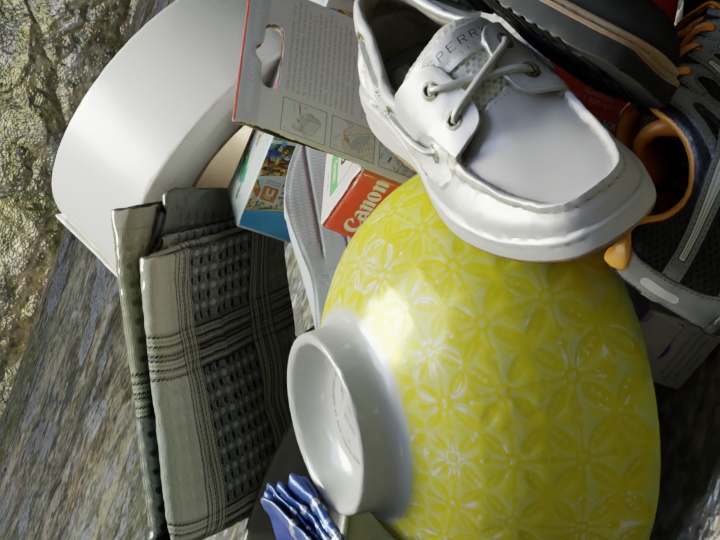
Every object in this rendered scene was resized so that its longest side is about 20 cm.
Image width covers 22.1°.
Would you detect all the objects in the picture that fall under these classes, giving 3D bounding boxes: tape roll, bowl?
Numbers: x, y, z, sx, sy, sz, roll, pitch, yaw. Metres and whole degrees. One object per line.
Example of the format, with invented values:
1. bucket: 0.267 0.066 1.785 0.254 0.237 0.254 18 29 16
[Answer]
1. tape roll: -0.097 -0.085 1.155 0.202 0.071 0.203 -44 -16 -16
2. bowl: 0.032 0.054 0.800 0.200 0.107 0.202 45 142 52

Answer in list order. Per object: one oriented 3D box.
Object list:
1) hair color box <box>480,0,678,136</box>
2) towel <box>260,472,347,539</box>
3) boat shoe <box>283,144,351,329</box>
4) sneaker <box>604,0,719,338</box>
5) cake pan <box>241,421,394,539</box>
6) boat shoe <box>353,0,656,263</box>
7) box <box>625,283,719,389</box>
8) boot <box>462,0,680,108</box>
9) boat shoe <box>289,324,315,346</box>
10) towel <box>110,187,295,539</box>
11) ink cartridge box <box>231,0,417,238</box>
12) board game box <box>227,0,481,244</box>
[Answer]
1. hair color box: 0.103 -0.133 0.861 0.101 0.061 0.202 156 129 -67
2. towel: 0.011 0.197 0.785 0.200 0.024 0.146 54 158 43
3. boat shoe: 0.000 0.000 0.982 0.067 0.073 0.202 67 -162 -52
4. sneaker: 0.145 -0.065 0.763 0.078 0.077 0.202 127 156 -50
5. cake pan: -0.028 0.168 1.002 0.200 0.036 0.202 -163 90 -75
6. boat shoe: 0.044 -0.067 0.746 0.070 0.070 0.200 -33 34 -12
7. box: 0.130 -0.036 0.846 0.201 0.038 0.042 -88 23 -44
8. boot: 0.094 -0.164 0.766 0.139 0.077 0.200 -50 45 5
9. boat shoe: 0.004 0.048 1.074 0.074 0.069 0.200 -31 -2 -27
10. towel: -0.079 0.048 1.094 0.192 0.034 0.202 -16 -80 -65
11. ink cartridge box: 0.022 -0.063 0.941 0.050 0.198 0.110 -54 23 43
12. board game box: 0.027 -0.103 1.066 0.064 0.146 0.202 -114 44 -65
